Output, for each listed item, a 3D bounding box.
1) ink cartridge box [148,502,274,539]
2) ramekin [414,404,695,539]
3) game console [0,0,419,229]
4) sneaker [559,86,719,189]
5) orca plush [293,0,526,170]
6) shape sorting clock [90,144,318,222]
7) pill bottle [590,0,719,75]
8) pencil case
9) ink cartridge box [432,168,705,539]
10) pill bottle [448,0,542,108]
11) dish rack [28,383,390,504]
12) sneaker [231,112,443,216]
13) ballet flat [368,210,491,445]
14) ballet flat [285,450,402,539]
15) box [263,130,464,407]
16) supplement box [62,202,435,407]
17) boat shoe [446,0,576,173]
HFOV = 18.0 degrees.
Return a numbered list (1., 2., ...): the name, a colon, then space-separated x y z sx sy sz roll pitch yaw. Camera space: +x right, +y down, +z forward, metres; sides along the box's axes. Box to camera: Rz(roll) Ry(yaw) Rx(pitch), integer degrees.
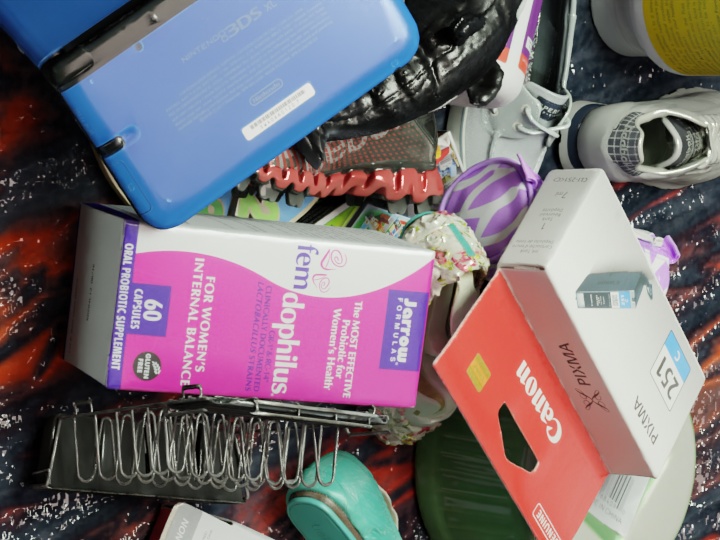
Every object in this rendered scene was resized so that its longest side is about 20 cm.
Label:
1. ink cartridge box: -0.107 0.257 1.417 0.175 0.084 0.201 32 74 -36
2. ramekin: 0.144 0.135 1.600 0.199 0.098 0.201 -4 96 -39
3. game console: -0.097 -0.151 1.333 0.200 0.118 0.171 -36 110 -11
4. sneaker: 0.239 -0.094 1.672 0.200 0.080 0.077 -11 99 -39
5. orca plush: 0.037 -0.145 1.375 0.200 0.071 0.105 -24 84 -27
6. shape sorting clock: -0.085 -0.115 1.435 0.199 0.039 0.201 -3 96 -39
7. pill bottle: 0.260 -0.192 1.603 0.111 0.200 0.112 -3 95 -39
8. pencil case: 0.138 -0.015 1.554 0.200 0.085 0.084 20 43 -49
9. ink cartridge box: 0.141 0.065 1.470 0.176 0.045 0.200 -57 132 -33
10. pill bottle: 0.072 -0.215 1.507 0.112 0.112 0.201 19 81 -38
11. dish rack: -0.086 0.105 1.354 0.153 0.200 0.055 8 78 -39
12. sneaker: -0.026 -0.087 1.417 0.200 0.071 0.098 1 98 -42
13. ballet flat: 0.045 0.052 1.484 0.075 0.064 0.201 -24 138 -30
14. ballet flat: 0.018 0.200 1.529 0.070 0.067 0.200 -53 126 -39
15. box: 0.000 0.000 1.515 0.200 0.035 0.110 -36 115 -31
16. supplement box: -0.068 0.021 1.383 0.199 0.103 0.102 4 96 -23
17. boat shoe: 0.110 -0.122 1.568 0.070 0.071 0.202 4 94 -40
